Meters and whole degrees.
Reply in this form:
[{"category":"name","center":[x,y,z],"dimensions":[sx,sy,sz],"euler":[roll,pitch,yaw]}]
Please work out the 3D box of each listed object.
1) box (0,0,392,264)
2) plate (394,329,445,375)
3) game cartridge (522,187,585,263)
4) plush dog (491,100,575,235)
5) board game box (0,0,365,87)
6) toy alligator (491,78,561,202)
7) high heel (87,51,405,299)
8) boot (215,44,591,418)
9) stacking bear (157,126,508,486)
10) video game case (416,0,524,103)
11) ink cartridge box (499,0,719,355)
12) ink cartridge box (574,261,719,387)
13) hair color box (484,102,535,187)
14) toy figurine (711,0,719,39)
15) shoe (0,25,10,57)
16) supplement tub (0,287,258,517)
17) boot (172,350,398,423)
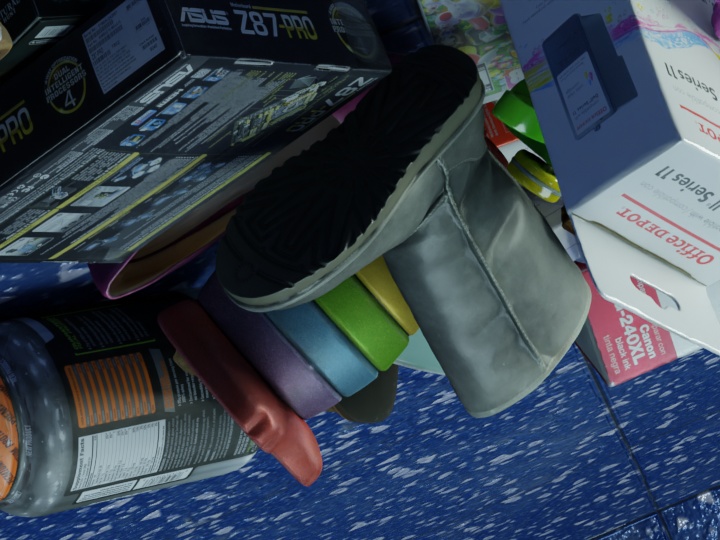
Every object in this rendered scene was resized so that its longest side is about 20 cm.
[{"category":"box","center":[-0.106,-0.066,1.274],"dimensions":[0.200,0.049,0.161],"euler":[-33,160,33]},{"category":"plate","center":[0.031,0.005,1.613],"dimensions":[0.200,0.200,0.026],"euler":[-7,123,-43]},{"category":"game cartridge","center":[0.148,-0.055,1.605],"dimensions":[0.200,0.038,0.130],"euler":[-29,-154,-22]},{"category":"plush dog","center":[0.168,-0.093,1.430],"dimensions":[0.199,0.172,0.160],"euler":[-24,165,4]},{"category":"board game box","center":[-0.112,-0.102,1.292],"dimensions":[0.200,0.028,0.135],"euler":[-8,160,-43]},{"category":"toy alligator","center":[0.129,-0.055,1.343],"dimensions":[0.200,0.054,0.059],"euler":[24,108,-38]},{"category":"high heel","center":[-0.053,-0.049,1.413],"dimensions":[0.199,0.096,0.067],"euler":[-17,130,9]},{"category":"boot","center":[0.027,0.006,1.352],"dimensions":[0.182,0.073,0.200],"euler":[-40,143,-15]},{"category":"stacking bear","center":[0.000,0.000,1.443],"dimensions":[0.200,0.114,0.121],"euler":[-41,156,-1]},{"category":"video game case","center":[0.092,-0.156,1.278],"dimensions":[0.143,0.018,0.200],"euler":[-18,147,4]},{"category":"ink cartridge box","center":[0.135,-0.070,1.223],"dimensions":[0.067,0.201,0.117],"euler":[-33,144,27]},{"category":"ink cartridge box","center":[0.210,-0.024,1.634],"dimensions":[0.199,0.084,0.145],"euler":[-22,-159,-4]},{"category":"hair color box","center":[0.033,-0.069,1.542],"dimensions":[0.199,0.061,0.102],"euler":[-20,165,-8]},{"category":"toy figurine","center":[0.214,-0.157,1.208],"dimensions":[0.199,0.150,0.184],"euler":[-12,137,-24]},{"category":"shoe","center":[-0.225,-0.077,1.179],"dimensions":[0.200,0.053,0.070],"euler":[-31,-178,40]},{"category":"supplement tub","center":[-0.166,0.082,1.666],"dimensions":[0.200,0.123,0.123],"euler":[-9,160,-36]},{"category":"boot","center":[-0.041,0.051,1.652],"dimensions":[0.075,0.074,0.200],"euler":[-3,167,29]}]
